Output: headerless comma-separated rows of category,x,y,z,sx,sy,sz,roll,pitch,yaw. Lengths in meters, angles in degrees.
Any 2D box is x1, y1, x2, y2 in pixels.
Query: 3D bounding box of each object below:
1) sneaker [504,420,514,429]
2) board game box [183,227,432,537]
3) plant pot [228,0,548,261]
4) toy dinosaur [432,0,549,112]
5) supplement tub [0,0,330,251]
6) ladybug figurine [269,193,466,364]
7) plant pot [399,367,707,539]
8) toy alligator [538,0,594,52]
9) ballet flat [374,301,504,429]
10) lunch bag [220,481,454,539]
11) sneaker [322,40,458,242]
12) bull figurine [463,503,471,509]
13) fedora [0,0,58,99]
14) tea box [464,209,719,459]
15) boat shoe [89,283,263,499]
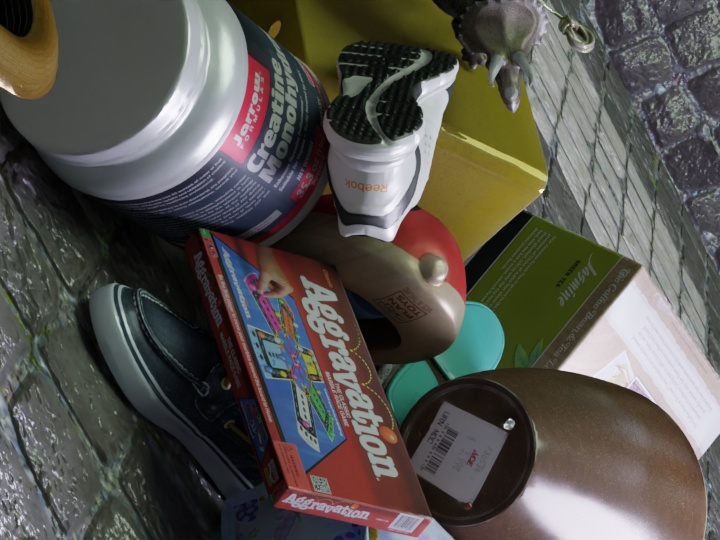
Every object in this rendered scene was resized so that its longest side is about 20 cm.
sneaker,0.020,0.078,1.791,0.200,0.079,0.078,46,46,16
board game box,-0.031,0.062,1.428,0.103,0.019,0.200,17,36,-36
plant pot,-0.018,-0.103,1.705,0.176,0.200,0.200,25,38,-34
toy dinosaur,0.059,-0.191,1.631,0.200,0.077,0.102,49,-5,11
supplement tub,-0.111,-0.096,1.480,0.200,0.140,0.140,34,35,-63
ladybug figurine,0.000,0.000,1.591,0.136,0.200,0.072,42,66,-26
plant pot,0.101,0.136,1.592,0.200,0.187,0.187,34,35,-60
toy alligator,0.092,-0.221,1.732,0.200,0.054,0.059,29,36,-14
ballet flat,0.032,0.073,1.696,0.072,0.072,0.200,63,30,-7
lunch bag,0.010,0.224,1.429,0.170,0.127,0.200,49,26,-32
sneaker,0.013,-0.083,1.532,0.200,0.074,0.080,-62,157,-63
bull figurine,0.103,0.185,1.912,0.200,0.065,0.121,57,21,-21
fedora,-0.234,-0.162,1.287,0.201,0.082,0.201,55,14,-21
tea box,0.158,0.070,1.977,0.197,0.134,0.200,29,-16,46
boat shoe,-0.073,0.061,1.461,0.200,0.091,0.071,51,21,-42
